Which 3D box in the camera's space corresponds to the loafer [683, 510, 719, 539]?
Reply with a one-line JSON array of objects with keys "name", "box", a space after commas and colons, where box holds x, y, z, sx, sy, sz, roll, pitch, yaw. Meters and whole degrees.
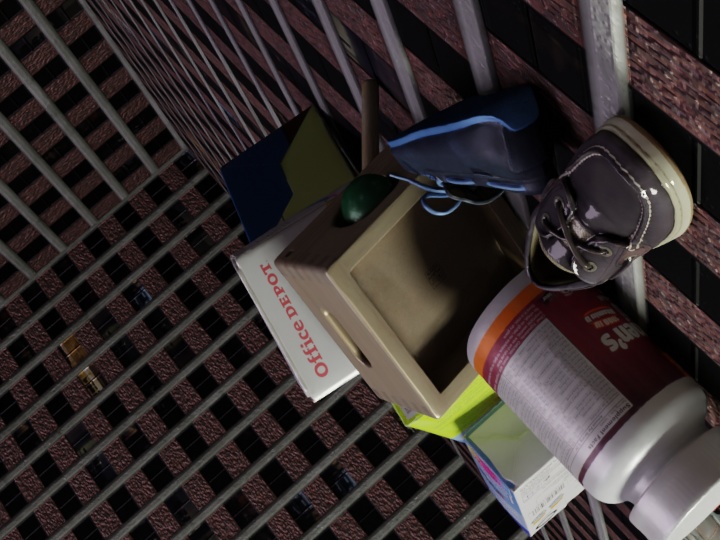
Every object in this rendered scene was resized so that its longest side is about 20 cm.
[{"name": "loafer", "box": [0.284, 0.223, 1.037, 0.201, 0.063, 0.072, 55, 172, -34]}]

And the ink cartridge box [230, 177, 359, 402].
[{"name": "ink cartridge box", "box": [0.000, 0.000, 1.056, 0.149, 0.198, 0.086, 61, 174, -7]}]

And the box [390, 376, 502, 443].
[{"name": "box", "box": [0.119, 0.108, 1.095, 0.048, 0.122, 0.199, 56, -165, 28]}]

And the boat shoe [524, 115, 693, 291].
[{"name": "boat shoe", "box": [0.132, -0.026, 0.664, 0.072, 0.065, 0.200, 50, 173, 8]}]

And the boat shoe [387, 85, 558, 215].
[{"name": "boat shoe", "box": [0.067, -0.071, 0.770, 0.069, 0.083, 0.200, 62, 174, -10]}]

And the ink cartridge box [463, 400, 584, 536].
[{"name": "ink cartridge box", "box": [0.183, 0.172, 1.121, 0.076, 0.136, 0.201, 47, 173, 30]}]

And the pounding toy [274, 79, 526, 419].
[{"name": "pounding toy", "box": [0.034, -0.026, 0.955, 0.201, 0.184, 0.142, 52, 161, -21]}]

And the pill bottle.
[{"name": "pill bottle", "box": [0.177, 0.094, 0.838, 0.200, 0.109, 0.110, 47, 173, 26]}]

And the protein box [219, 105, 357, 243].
[{"name": "protein box", "box": [-0.037, -0.035, 1.323, 0.201, 0.134, 0.199, 55, -176, -39]}]
